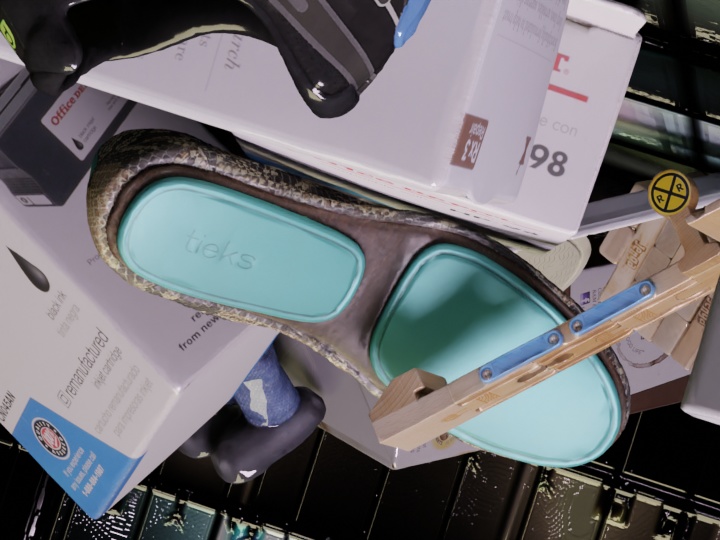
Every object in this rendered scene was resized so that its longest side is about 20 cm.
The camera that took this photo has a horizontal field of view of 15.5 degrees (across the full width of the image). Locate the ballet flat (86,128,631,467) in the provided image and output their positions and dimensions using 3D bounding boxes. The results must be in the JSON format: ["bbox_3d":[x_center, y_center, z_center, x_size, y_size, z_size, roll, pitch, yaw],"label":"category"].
[{"bbox_3d":[0.000,0.000,0.879,0.200,0.068,0.075,24,-161,-20],"label":"ballet flat"}]

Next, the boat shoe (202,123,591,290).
[{"bbox_3d":[0.011,-0.027,1.063,0.200,0.072,0.068,11,-140,-36],"label":"boat shoe"}]

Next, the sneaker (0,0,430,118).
[{"bbox_3d":[-0.080,-0.087,0.622,0.199,0.083,0.071,18,178,10],"label":"sneaker"}]

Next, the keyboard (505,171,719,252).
[{"bbox_3d":[0.070,-0.014,1.016,0.199,0.011,0.056,-14,-171,-12],"label":"keyboard"}]

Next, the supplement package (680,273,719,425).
[{"bbox_3d":[0.177,0.007,0.488,0.155,0.111,0.200,16,177,31],"label":"supplement package"}]

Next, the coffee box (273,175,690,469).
[{"bbox_3d":[0.065,0.019,1.204,0.200,0.080,0.114,-10,-157,-33],"label":"coffee box"}]

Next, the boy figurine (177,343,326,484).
[{"bbox_3d":[-0.081,-0.002,1.103,0.124,0.064,0.200,29,154,48],"label":"boy figurine"}]

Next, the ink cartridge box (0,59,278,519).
[{"bbox_3d":[-0.124,-0.025,0.966,0.200,0.084,0.145,46,151,5],"label":"ink cartridge box"}]

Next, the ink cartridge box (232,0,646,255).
[{"bbox_3d":[0.020,-0.056,0.843,0.116,0.067,0.200,18,178,1],"label":"ink cartridge box"}]

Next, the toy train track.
[{"bbox_3d":[0.088,-0.002,0.820,0.200,0.033,0.115,-30,158,19],"label":"toy train track"}]

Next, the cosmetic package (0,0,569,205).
[{"bbox_3d":[-0.051,-0.079,0.703,0.199,0.074,0.102,16,-176,12],"label":"cosmetic package"}]

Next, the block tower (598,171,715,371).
[{"bbox_3d":[0.185,0.040,1.055,0.200,0.054,0.058,41,-150,25],"label":"block tower"}]
